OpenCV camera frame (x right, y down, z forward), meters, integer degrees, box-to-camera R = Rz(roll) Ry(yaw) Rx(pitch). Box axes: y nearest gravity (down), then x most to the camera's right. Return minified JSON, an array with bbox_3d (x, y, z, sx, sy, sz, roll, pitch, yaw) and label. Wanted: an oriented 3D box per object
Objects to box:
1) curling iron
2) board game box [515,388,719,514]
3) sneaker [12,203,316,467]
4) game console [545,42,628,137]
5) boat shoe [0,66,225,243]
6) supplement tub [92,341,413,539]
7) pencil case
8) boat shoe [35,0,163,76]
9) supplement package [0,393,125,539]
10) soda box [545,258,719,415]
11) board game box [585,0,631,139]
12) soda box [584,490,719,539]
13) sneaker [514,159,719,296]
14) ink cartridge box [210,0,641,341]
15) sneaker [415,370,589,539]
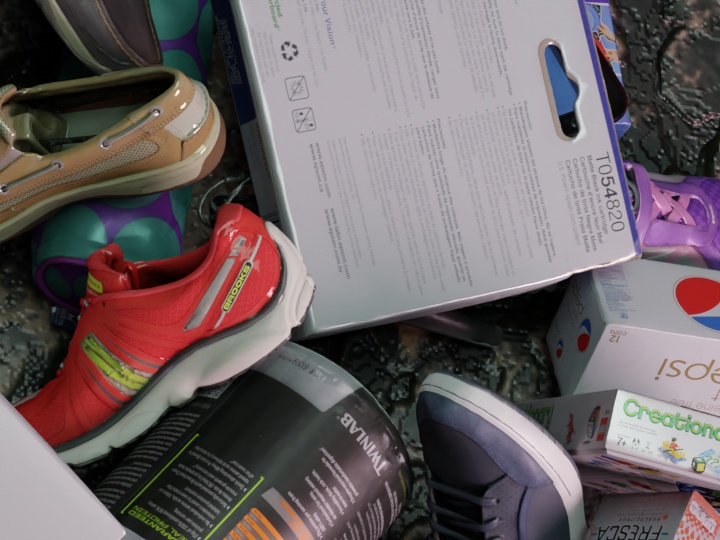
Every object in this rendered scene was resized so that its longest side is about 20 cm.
[{"bbox_3d":[0.000,0.000,1.487,0.200,0.026,0.050,28,84,-28],"label":"curling iron"},{"bbox_3d":[0.156,0.096,1.433,0.126,0.200,0.035,16,82,-11],"label":"board game box"},{"bbox_3d":[-0.117,0.030,1.394,0.085,0.200,0.077,53,18,-14],"label":"sneaker"},{"bbox_3d":[0.040,-0.154,1.507,0.200,0.173,0.119,-20,37,-27],"label":"game console"},{"bbox_3d":[-0.172,-0.065,1.395,0.200,0.076,0.072,-18,59,8],"label":"boat shoe"},{"bbox_3d":[-0.076,0.138,1.383,0.123,0.123,0.200,43,62,4],"label":"supplement tub"},{"bbox_3d":[-0.121,-0.070,1.482,0.092,0.085,0.200,34,53,-43],"label":"pencil case"},{"bbox_3d":[-0.139,-0.193,1.420,0.073,0.074,0.200,-22,89,20],"label":"boat shoe"},{"bbox_3d":[-0.234,0.093,1.253,0.156,0.111,0.200,-44,104,-7],"label":"supplement package"},{"bbox_3d":[0.208,0.046,1.532,0.199,0.068,0.064,9,38,-17],"label":"soda box"},{"bbox_3d":[0.048,-0.138,1.594,0.199,0.034,0.136,1,66,-18],"label":"board game box"},{"bbox_3d":[0.191,0.196,1.428,0.200,0.063,0.068,45,56,-29],"label":"soda box"},{"bbox_3d":[0.147,-0.028,1.548,0.200,0.088,0.081,1,65,-19],"label":"sneaker"},{"bbox_3d":[0.034,-0.079,1.460,0.200,0.041,0.200,-12,88,-23],"label":"ink cartridge box"},{"bbox_3d":[0.050,0.157,1.391,0.077,0.203,0.146,17,58,38],"label":"sneaker"}]
